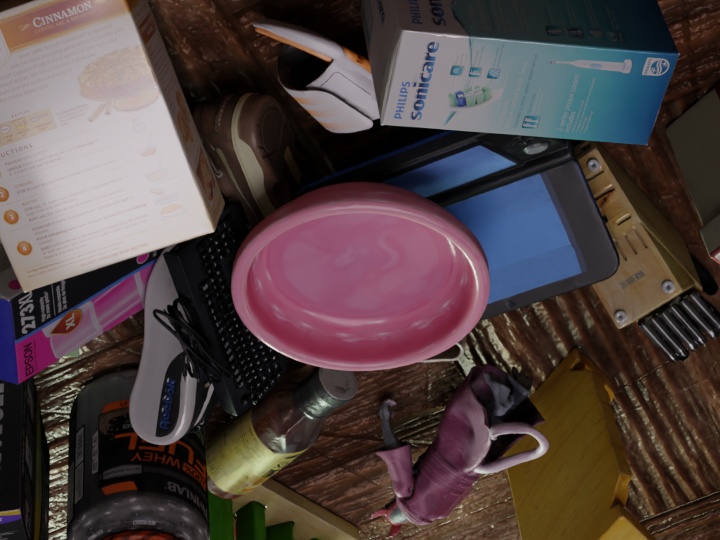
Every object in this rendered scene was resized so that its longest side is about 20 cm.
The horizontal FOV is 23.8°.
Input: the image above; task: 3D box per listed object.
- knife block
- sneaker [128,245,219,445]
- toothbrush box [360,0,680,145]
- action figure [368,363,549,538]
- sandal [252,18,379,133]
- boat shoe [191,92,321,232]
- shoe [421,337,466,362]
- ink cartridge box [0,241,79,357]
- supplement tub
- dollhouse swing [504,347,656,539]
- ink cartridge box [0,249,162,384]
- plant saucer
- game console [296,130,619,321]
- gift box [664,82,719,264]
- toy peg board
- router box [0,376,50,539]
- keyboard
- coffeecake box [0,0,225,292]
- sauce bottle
[{"bbox_3d":[0.239,-0.015,1.456,0.064,0.176,0.200,-33,84,19],"label":"knife block"},{"bbox_3d":[-0.135,0.042,1.439,0.073,0.112,0.200,22,102,12],"label":"sneaker"},{"bbox_3d":[0.109,-0.171,1.225,0.200,0.147,0.085,3,131,-12],"label":"toothbrush box"},{"bbox_3d":[0.089,0.180,1.553,0.134,0.149,0.200,27,110,-36],"label":"action figure"},{"bbox_3d":[0.002,-0.125,1.288,0.206,0.079,0.059,26,93,-30],"label":"sandal"},{"bbox_3d":[-0.080,-0.066,1.357,0.075,0.075,0.202,5,140,22],"label":"boat shoe"},{"bbox_3d":[-0.003,0.049,1.472,0.200,0.053,0.070,3,133,-11],"label":"shoe"},{"bbox_3d":[-0.333,0.010,1.395,0.200,0.048,0.146,-3,133,-9],"label":"ink cartridge box"},{"bbox_3d":[-0.193,0.193,1.477,0.122,0.200,0.123,-5,133,-5],"label":"supplement tub"},{"bbox_3d":[0.239,0.217,1.561,0.176,0.200,0.182,21,126,-24],"label":"dollhouse swing"},{"bbox_3d":[-0.241,0.024,1.351,0.200,0.037,0.095,-31,144,-32],"label":"ink cartridge box"},{"bbox_3d":[0.000,0.000,1.326,0.200,0.051,0.201,0,138,0],"label":"plant saucer"},{"bbox_3d":[0.079,-0.031,1.343,0.200,0.119,0.171,-20,166,21],"label":"game console"},{"bbox_3d":[0.369,-0.076,1.322,0.184,0.187,0.200,27,124,-29],"label":"gift box"},{"bbox_3d":[-0.133,0.299,1.653,0.199,0.098,0.200,-39,126,24],"label":"toy peg board"},{"bbox_3d":[-0.300,0.180,1.449,0.052,0.200,0.157,-6,132,-5],"label":"router box"},{"bbox_3d":[-0.102,0.047,1.358,0.104,0.040,0.200,-43,140,-24],"label":"keyboard"},{"bbox_3d":[-0.207,-0.106,1.240,0.153,0.073,0.200,-17,109,8],"label":"coffeecake box"},{"bbox_3d":[-0.073,0.140,1.509,0.066,0.066,0.200,22,142,-25],"label":"sauce bottle"}]
